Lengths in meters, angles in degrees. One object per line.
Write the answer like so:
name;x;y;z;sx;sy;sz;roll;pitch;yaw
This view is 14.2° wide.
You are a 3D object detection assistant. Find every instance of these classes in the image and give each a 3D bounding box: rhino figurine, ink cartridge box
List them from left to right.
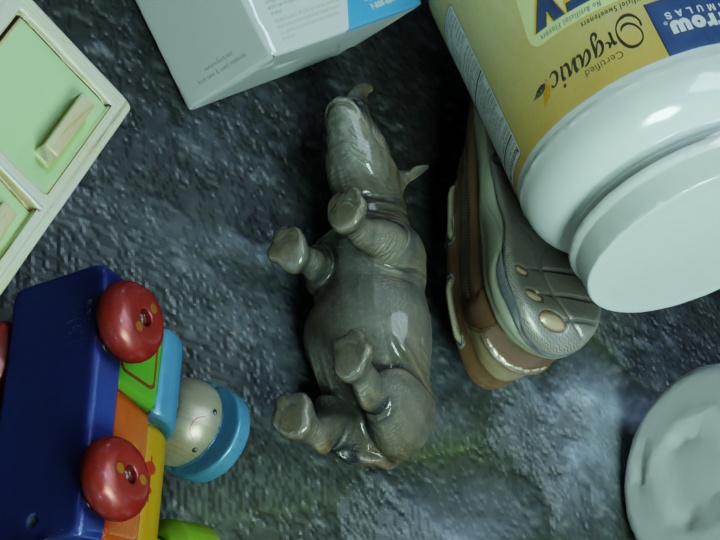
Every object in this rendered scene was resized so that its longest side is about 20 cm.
ink cartridge box;-0.069;-0.190;1.366;0.115;0.068;0.201;-24;88;-48
rhino figurine;0.000;0.000;1.342;0.087;0.060;0.201;41;42;-50

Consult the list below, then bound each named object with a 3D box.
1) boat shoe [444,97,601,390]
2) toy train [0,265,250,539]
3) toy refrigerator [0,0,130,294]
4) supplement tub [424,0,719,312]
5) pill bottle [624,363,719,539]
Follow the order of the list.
boat shoe;0.070;-0.027;1.423;0.075;0.072;0.201;27;41;-21
toy train;-0.100;0.110;1.179;0.116;0.084;0.201;37;46;-44
toy refrigerator;-0.175;-0.023;1.172;0.076;0.070;0.200;47;43;-16
supplement tub;0.123;-0.096;1.357;0.144;0.144;0.201;3;54;-44
pill bottle;0.239;0.122;1.483;0.199;0.111;0.112;18;57;-39
